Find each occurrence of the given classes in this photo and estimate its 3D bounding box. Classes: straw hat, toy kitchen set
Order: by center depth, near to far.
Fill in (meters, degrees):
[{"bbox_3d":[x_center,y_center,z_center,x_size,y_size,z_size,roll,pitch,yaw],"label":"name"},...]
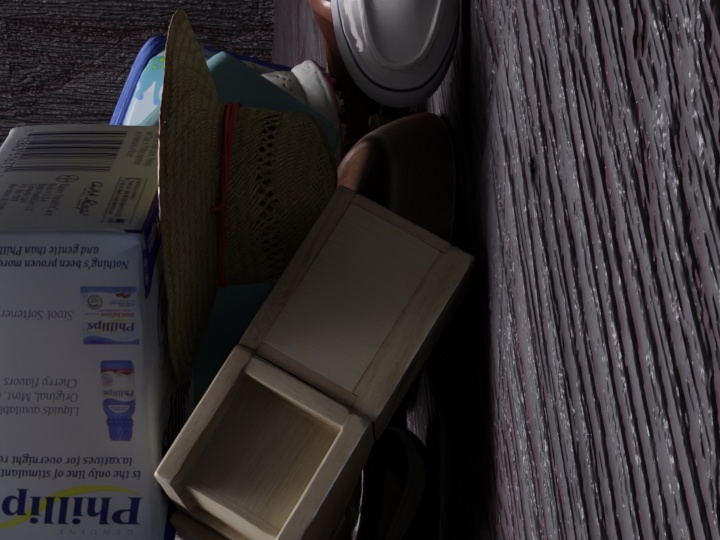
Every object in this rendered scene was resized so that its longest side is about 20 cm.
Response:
[{"bbox_3d":[0.017,0.100,0.937,0.181,0.163,0.200,-58,-12,-16],"label":"toy kitchen set"},{"bbox_3d":[-0.055,-0.039,0.946,0.201,0.085,0.201,1,-90,-88],"label":"straw hat"}]

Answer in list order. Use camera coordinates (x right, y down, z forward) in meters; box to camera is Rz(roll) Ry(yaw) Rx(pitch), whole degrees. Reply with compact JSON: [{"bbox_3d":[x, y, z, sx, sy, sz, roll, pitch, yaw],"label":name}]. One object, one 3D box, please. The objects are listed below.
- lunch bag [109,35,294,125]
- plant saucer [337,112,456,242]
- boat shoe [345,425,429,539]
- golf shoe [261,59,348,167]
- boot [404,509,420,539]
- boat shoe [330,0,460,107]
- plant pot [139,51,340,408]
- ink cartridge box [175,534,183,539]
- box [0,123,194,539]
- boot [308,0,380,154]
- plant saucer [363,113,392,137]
[{"bbox_3d":[-0.107,-0.083,1.295,0.200,0.082,0.161,7,-76,-64],"label":"lunch bag"},{"bbox_3d":[0.000,0.000,1.034,0.200,0.034,0.201,-165,90,-74],"label":"plant saucer"},{"bbox_3d":[-0.025,0.185,1.071,0.073,0.065,0.200,22,94,44],"label":"boat shoe"},{"bbox_3d":[-0.053,-0.045,1.234,0.075,0.091,0.200,-141,43,-65],"label":"golf shoe"},{"bbox_3d":[0.005,0.215,1.117,0.075,0.073,0.200,144,130,-71],"label":"boot"},{"bbox_3d":[0.025,-0.190,0.946,0.066,0.072,0.200,94,-176,-77],"label":"boat shoe"},{"bbox_3d":[-0.108,-0.033,1.124,0.200,0.141,0.141,-57,9,1],"label":"plant pot"},{"bbox_3d":[-0.085,0.256,0.989,0.146,0.200,0.084,-48,-30,-26],"label":"ink cartridge box"},{"bbox_3d":[-0.150,0.042,0.953,0.184,0.105,0.200,-88,-2,-69],"label":"box"},{"bbox_3d":[-0.009,-0.130,1.287,0.188,0.068,0.200,-108,19,-73],"label":"boot"},{"bbox_3d":[0.019,-0.004,1.180,0.200,0.029,0.200,-179,90,-84],"label":"plant saucer"}]
